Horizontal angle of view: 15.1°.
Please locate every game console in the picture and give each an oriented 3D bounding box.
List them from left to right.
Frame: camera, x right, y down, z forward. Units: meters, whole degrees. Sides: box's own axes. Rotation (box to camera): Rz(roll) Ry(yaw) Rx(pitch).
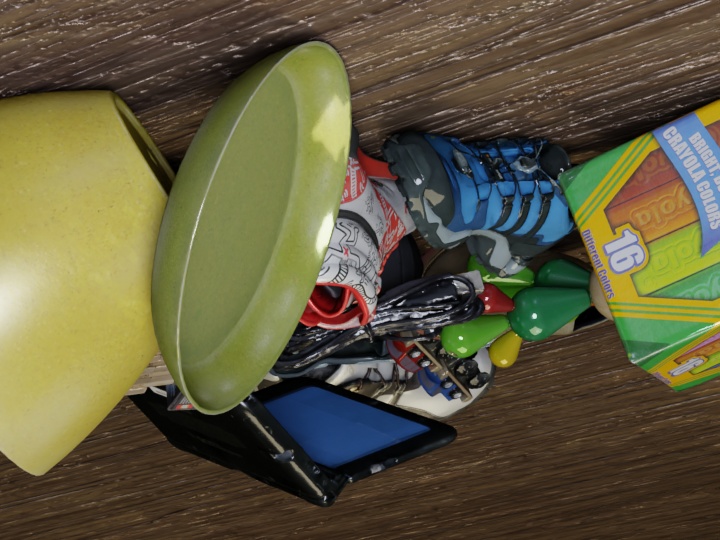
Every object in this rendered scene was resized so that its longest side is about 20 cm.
[{"bbox_3d":[-0.063,0.084,1.912,0.199,0.117,0.176,15,151,52],"label":"game console"}]

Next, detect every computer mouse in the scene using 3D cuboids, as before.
[{"bbox_3d":[0.000,0.000,1.701,0.138,0.053,0.200,-15,-165,0],"label":"computer mouse"}]

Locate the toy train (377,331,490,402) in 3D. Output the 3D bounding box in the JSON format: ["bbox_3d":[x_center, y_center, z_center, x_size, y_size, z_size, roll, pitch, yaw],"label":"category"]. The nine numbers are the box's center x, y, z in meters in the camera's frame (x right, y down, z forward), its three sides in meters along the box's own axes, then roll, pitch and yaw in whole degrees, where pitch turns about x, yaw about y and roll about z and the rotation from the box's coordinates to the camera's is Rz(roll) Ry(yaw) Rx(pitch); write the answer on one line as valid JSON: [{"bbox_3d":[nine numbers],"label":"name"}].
[{"bbox_3d":[0.041,0.050,1.873,0.046,0.034,0.200,-32,150,8],"label":"toy train"}]

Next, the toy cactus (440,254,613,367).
[{"bbox_3d":[0.144,-0.001,1.725,0.199,0.103,0.165,-16,-169,-37],"label":"toy cactus"}]

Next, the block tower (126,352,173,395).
[{"bbox_3d":[-0.130,0.018,1.653,0.054,0.058,0.200,-8,161,-17],"label":"block tower"}]

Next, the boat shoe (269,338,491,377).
[{"bbox_3d":[0.020,0.048,1.949,0.198,0.062,0.073,-1,131,-9],"label":"boat shoe"}]

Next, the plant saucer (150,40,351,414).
[{"bbox_3d":[-0.060,-0.025,1.403,0.031,0.201,0.200,17,174,18],"label":"plant saucer"}]

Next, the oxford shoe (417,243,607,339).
[{"bbox_3d":[0.107,0.013,1.833,0.074,0.071,0.199,8,-170,37],"label":"oxford shoe"}]

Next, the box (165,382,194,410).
[{"bbox_3d":[-0.093,0.015,1.695,0.034,0.111,0.200,-2,167,-14],"label":"box"}]

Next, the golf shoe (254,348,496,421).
[{"bbox_3d":[0.011,0.081,2.109,0.198,0.078,0.095,-6,167,-5],"label":"golf shoe"}]

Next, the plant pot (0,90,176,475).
[{"bbox_3d":[-0.163,-0.015,1.428,0.142,0.201,0.200,-33,165,3],"label":"plant pot"}]

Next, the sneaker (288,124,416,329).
[{"bbox_3d":[-0.010,-0.015,1.595,0.067,0.109,0.201,-2,168,15],"label":"sneaker"}]

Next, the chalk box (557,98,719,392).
[{"bbox_3d":[0.237,-0.031,1.570,0.199,0.125,0.124,-26,162,13],"label":"chalk box"}]

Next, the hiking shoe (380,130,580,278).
[{"bbox_3d":[0.077,-0.056,1.595,0.086,0.075,0.200,-31,162,16],"label":"hiking shoe"}]
